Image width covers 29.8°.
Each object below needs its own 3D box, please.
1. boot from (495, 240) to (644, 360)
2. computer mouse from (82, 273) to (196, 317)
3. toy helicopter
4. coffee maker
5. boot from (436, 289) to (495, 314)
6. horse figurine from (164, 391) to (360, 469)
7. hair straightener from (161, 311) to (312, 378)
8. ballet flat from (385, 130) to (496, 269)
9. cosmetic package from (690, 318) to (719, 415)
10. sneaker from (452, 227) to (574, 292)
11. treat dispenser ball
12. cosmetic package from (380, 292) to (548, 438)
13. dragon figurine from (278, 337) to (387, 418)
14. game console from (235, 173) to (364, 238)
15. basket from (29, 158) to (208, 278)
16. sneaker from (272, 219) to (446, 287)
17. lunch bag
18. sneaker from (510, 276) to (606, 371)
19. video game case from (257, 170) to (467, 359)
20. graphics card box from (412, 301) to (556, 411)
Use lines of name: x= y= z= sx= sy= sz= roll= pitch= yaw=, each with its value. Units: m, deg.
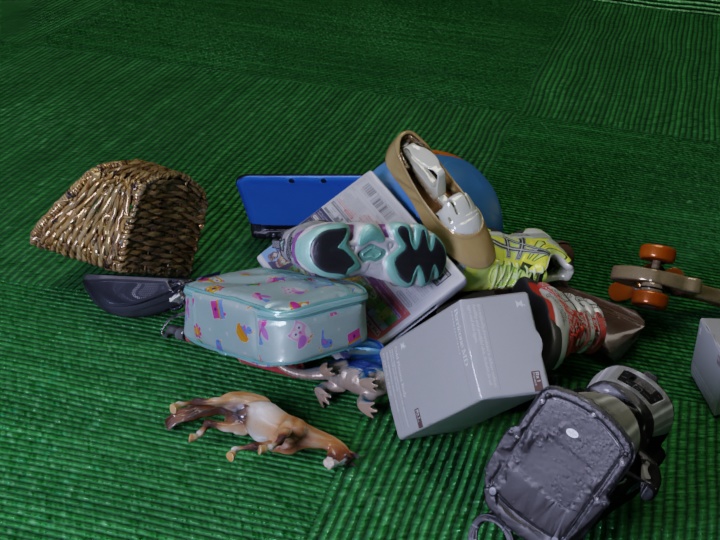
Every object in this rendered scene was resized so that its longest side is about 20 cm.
boot: x=0.299 y=0.038 z=1.759 sx=0.200 sy=0.064 sz=0.186 roll=19 pitch=40 yaw=34
computer mouse: x=-0.255 y=0.034 z=1.664 sx=0.200 sy=0.053 sz=0.138 roll=3 pitch=1 yaw=26
toy helicopter: x=0.421 y=0.025 z=1.798 sx=0.200 sy=0.079 sz=0.132 roll=14 pitch=-8 yaw=-20
coffee maker: x=0.204 y=0.186 z=1.323 sx=0.135 sy=0.192 sz=0.200 roll=60 pitch=24 yaw=11
boot: x=0.138 y=0.069 z=1.563 sx=0.074 sy=0.076 sz=0.200 roll=-25 pitch=10 yaw=-1
horse figurine: x=-0.115 y=0.166 z=1.429 sx=0.200 sy=0.050 sz=0.132 roll=16 pitch=14 yaw=37
hair straightener: x=-0.147 y=0.083 z=1.636 sx=0.200 sy=0.041 sz=0.077 roll=8 pitch=25 yaw=19
ballet flat: x=0.097 y=-0.088 z=1.636 sx=0.069 sy=0.063 sz=0.200 roll=-30 pitch=69 yaw=-26
cosmetic package: x=0.505 y=0.116 z=1.604 sx=0.200 sy=0.090 sz=0.107 roll=0 pitch=25 yaw=-1
sneaker: x=0.191 y=-0.009 z=1.694 sx=0.200 sy=0.075 sz=0.076 roll=-14 pitch=36 yaw=-40
treat dispenser ball: x=0.086 y=-0.058 z=1.771 sx=0.201 sy=0.201 sz=0.201 roll=3 pitch=25 yaw=-2
cosmetic package: x=0.105 y=0.102 z=1.403 sx=0.090 sy=0.107 sz=0.200 roll=-6 pitch=-17 yaw=-23
dragon figurine: x=-0.003 y=0.115 z=1.551 sx=0.200 sy=0.059 sz=0.099 roll=10 pitch=24 yaw=23
game console: x=-0.057 y=-0.108 z=1.928 sx=0.200 sy=0.118 sz=0.171 roll=1 pitch=23 yaw=11
basket: x=-0.308 y=-0.077 z=1.751 sx=0.149 sy=0.143 sz=0.200 roll=16 pitch=3 yaw=21
sneaker: x=-0.008 y=-0.028 z=1.593 sx=0.200 sy=0.078 sz=0.140 roll=8 pitch=2 yaw=-32
lunch bag: x=-0.097 y=0.045 z=1.541 sx=0.160 sy=0.077 sz=0.200 roll=-16 pitch=20 yaw=-42
sneaker: x=0.244 y=0.071 z=1.587 sx=0.108 sy=0.067 sz=0.201 roll=19 pitch=17 yaw=-11
video game case: x=0.000 y=0.000 z=1.645 sx=0.182 sy=0.023 sz=0.200 roll=-37 pitch=64 yaw=-4
graphics card box: x=0.144 y=0.099 z=1.621 sx=0.125 sy=0.051 sz=0.200 roll=0 pitch=27 yaw=-11
